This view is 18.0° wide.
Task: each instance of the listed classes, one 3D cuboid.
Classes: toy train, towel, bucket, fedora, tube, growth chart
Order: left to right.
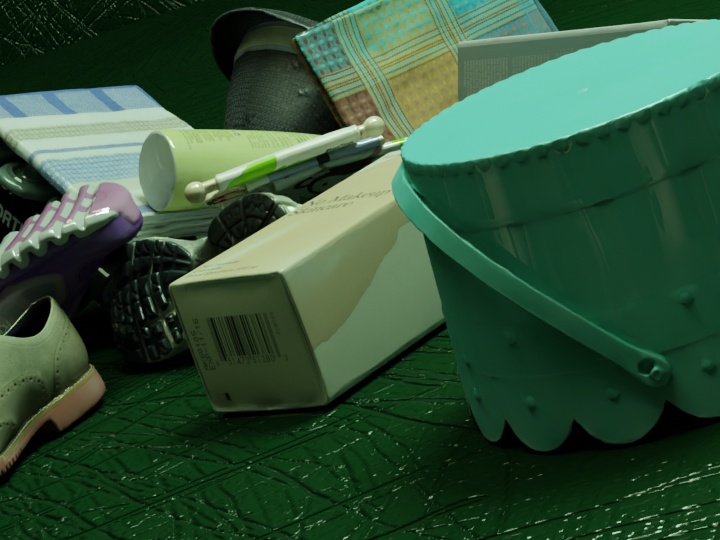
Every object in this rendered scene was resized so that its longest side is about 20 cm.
[{"bbox_3d":[-0.203,-0.036,1.531,0.200,0.086,0.114,35,26,34],"label":"toy train"},{"bbox_3d":[-0.153,-0.071,1.500,0.146,0.024,0.200,-7,31,-38],"label":"towel"},{"bbox_3d":[-0.043,-0.066,1.454,0.199,0.058,0.052,-5,-40,-34],"label":"tube"},{"bbox_3d":[-0.047,-0.106,1.664,0.200,0.200,0.092,0,55,56],"label":"fedora"},{"bbox_3d":[-0.025,-0.047,1.422,0.144,0.018,0.200,-22,-17,1],"label":"growth chart"},{"bbox_3d":[0.063,-0.140,1.595,0.199,0.147,0.022,-29,-6,-31],"label":"towel"},{"bbox_3d":[0.119,-0.021,1.034,0.206,0.136,0.207,-19,13,5],"label":"bucket"}]

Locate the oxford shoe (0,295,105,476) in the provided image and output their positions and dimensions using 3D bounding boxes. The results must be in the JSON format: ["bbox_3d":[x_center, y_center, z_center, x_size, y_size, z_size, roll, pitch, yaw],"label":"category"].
[{"bbox_3d":[-0.224,0.078,1.283,0.070,0.074,0.200,-12,15,30],"label":"oxford shoe"}]

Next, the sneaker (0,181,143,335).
[{"bbox_3d":[-0.202,0.024,1.392,0.200,0.089,0.081,-34,11,22],"label":"sneaker"}]

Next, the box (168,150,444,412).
[{"bbox_3d":[0.000,0.000,1.256,0.095,0.078,0.200,-8,18,42],"label":"box"}]

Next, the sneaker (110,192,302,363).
[{"bbox_3d":[-0.076,0.012,1.381,0.086,0.078,0.199,7,-17,-41],"label":"sneaker"}]

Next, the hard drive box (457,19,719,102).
[{"bbox_3d":[0.172,-0.097,1.290,0.155,0.077,0.200,-3,3,-32],"label":"hard drive box"}]

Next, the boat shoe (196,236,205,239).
[{"bbox_3d":[-0.145,-0.043,1.672,0.063,0.074,0.201,-19,19,-17],"label":"boat shoe"}]
